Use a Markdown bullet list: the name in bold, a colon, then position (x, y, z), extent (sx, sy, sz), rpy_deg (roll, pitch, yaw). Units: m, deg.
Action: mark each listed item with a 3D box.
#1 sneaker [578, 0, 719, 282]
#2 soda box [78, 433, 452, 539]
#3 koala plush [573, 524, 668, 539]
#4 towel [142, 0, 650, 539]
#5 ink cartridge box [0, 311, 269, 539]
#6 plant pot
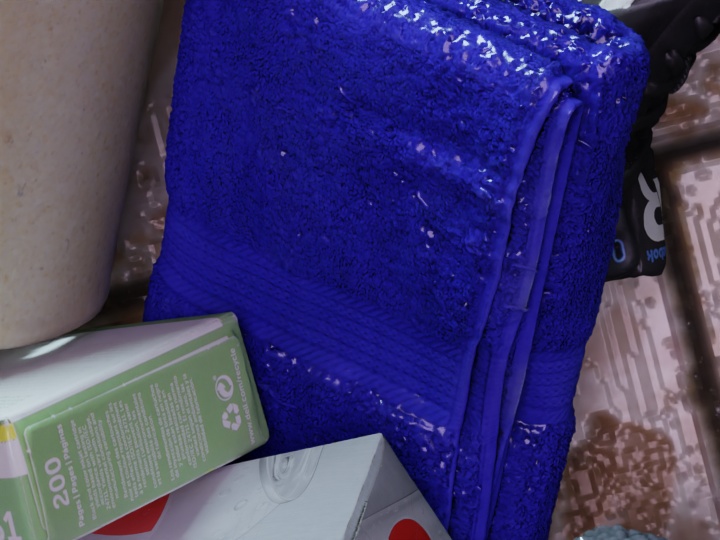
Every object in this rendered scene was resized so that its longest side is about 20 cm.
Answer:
- **sneaker**: position (0.090, -0.060, 0.802), extent (0.199, 0.073, 0.112), rpy_deg (-27, 91, 19)
- **soda box**: position (-0.068, 0.110, 0.797), extent (0.199, 0.064, 0.068), rpy_deg (-14, 125, 31)
- **koala plush**: position (0.138, 0.199, 0.756), extent (0.199, 0.178, 0.185), rpy_deg (7, 132, 5)
- **towel**: position (0.000, 0.000, 0.781), extent (0.147, 0.050, 0.201), rpy_deg (21, 122, 18)
- **ink cartridge box**: position (-0.144, 0.062, 0.760), extent (0.145, 0.200, 0.048), rpy_deg (-6, 102, 40)
- **plant pot**: position (-0.136, -0.079, 0.793), extent (0.199, 0.200, 0.185), rpy_deg (7, 105, 11)
